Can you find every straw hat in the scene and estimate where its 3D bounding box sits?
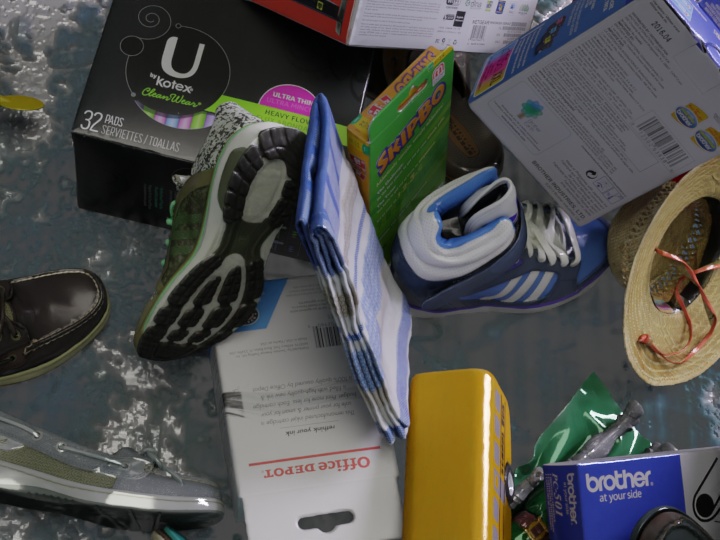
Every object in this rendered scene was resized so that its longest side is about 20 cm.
[{"bbox_3d":[0.238,-0.019,1.097,0.201,0.202,0.085,-33,41,-22],"label":"straw hat"}]

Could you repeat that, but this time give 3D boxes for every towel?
[{"bbox_3d":[0.000,0.000,0.956,0.024,0.201,0.147,-11,38,12],"label":"towel"}]

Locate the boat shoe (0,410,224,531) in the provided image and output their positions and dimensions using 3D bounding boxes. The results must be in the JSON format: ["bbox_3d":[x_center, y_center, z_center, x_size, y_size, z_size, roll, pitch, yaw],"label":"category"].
[{"bbox_3d":[-0.190,0.136,0.979,0.201,0.074,0.065,10,69,2],"label":"boat shoe"}]

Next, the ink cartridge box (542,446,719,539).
[{"bbox_3d":[0.225,0.176,1.007,0.199,0.044,0.095,-2,84,-28],"label":"ink cartridge box"}]

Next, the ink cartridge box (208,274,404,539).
[{"bbox_3d":[-0.042,0.109,1.018,0.115,0.068,0.201,-6,67,-11],"label":"ink cartridge box"}]

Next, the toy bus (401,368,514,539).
[{"bbox_3d":[0.067,0.175,0.970,0.065,0.078,0.201,-5,59,16],"label":"toy bus"}]

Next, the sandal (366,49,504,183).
[{"bbox_3d":[0.048,-0.153,1.159,0.082,0.055,0.200,-28,71,-21],"label":"sandal"}]

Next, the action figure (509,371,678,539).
[{"bbox_3d":[0.142,0.177,1.032,0.200,0.055,0.118,-38,80,-18],"label":"action figure"}]

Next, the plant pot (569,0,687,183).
[{"bbox_3d":[0.256,-0.180,1.131,0.200,0.201,0.183,20,49,-1],"label":"plant pot"}]

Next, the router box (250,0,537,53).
[{"bbox_3d":[0.005,-0.219,1.092,0.199,0.049,0.179,-7,29,-45],"label":"router box"}]

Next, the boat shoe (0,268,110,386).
[{"bbox_3d":[-0.271,0.045,1.008,0.199,0.065,0.073,-24,71,-20],"label":"boat shoe"}]

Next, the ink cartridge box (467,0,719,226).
[{"bbox_3d":[0.198,-0.134,1.002,0.136,0.200,0.076,45,41,-20],"label":"ink cartridge box"}]

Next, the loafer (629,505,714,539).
[{"bbox_3d":[0.248,0.244,0.958,0.072,0.063,0.200,-37,113,-19],"label":"loafer"}]

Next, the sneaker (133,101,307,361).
[{"bbox_3d":[-0.105,-0.028,0.977,0.077,0.200,0.089,14,24,-41],"label":"sneaker"}]

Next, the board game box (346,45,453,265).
[{"bbox_3d":[0.029,-0.078,1.043,0.030,0.200,0.096,35,64,18],"label":"board game box"}]

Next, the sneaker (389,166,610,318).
[{"bbox_3d":[0.120,-0.026,1.065,0.199,0.147,0.081,-11,68,-14],"label":"sneaker"}]

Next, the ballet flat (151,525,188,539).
[{"bbox_3d":[-0.075,0.254,0.953,0.200,0.070,0.070,36,65,7],"label":"ballet flat"}]

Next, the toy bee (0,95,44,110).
[{"bbox_3d":[-0.302,-0.153,1.086,0.131,0.109,0.201,28,89,-6],"label":"toy bee"}]

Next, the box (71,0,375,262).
[{"bbox_3d":[-0.102,-0.113,1.078,0.199,0.124,0.149,13,65,-3],"label":"box"}]
